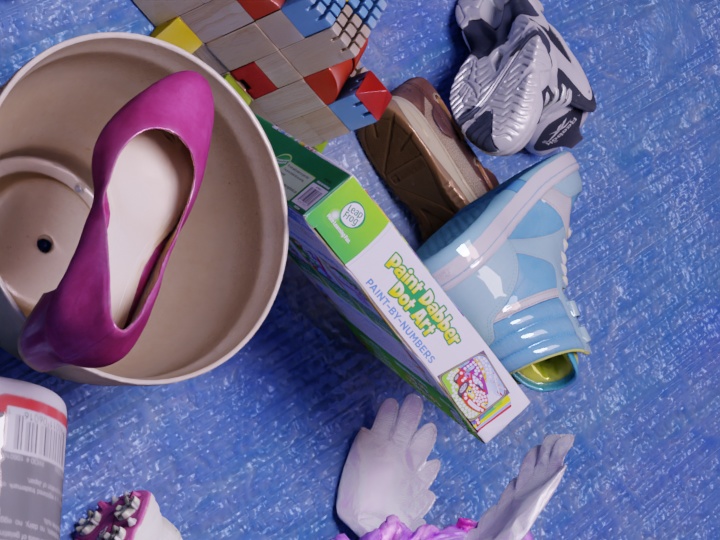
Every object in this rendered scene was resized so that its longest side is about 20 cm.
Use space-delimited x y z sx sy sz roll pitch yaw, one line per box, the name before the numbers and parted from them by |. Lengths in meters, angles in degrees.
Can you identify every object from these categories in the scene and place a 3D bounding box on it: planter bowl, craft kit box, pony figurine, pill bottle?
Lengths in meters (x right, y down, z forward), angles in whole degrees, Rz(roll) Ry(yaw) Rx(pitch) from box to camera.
planter bowl | -0.161 -0.024 1.315 0.200 0.135 0.201 9 74 -35
craft kit box | 0.000 0.000 1.432 0.049 0.200 0.198 -39 117 -7
pony figurine | 0.055 0.196 1.479 0.193 0.166 0.200 -58 134 -30
pill bottle | -0.219 0.164 1.222 0.114 0.114 0.200 18 66 -41

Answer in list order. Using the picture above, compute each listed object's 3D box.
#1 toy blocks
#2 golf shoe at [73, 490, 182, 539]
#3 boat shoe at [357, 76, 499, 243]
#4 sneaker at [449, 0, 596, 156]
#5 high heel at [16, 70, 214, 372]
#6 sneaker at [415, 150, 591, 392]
toy blocks | -0.047 -0.157 1.476 0.200 0.137 0.100 48 49 -24
golf shoe | -0.145 0.224 1.308 0.092 0.075 0.200 47 50 -28
boat shoe | 0.077 -0.047 1.617 0.200 0.072 0.072 55 47 -9
sneaker | 0.128 -0.120 1.659 0.130 0.079 0.199 48 18 -29
high heel | -0.112 -0.034 1.208 0.067 0.096 0.200 43 59 -20
sneaker | 0.116 0.007 1.516 0.131 0.080 0.200 56 40 -5
